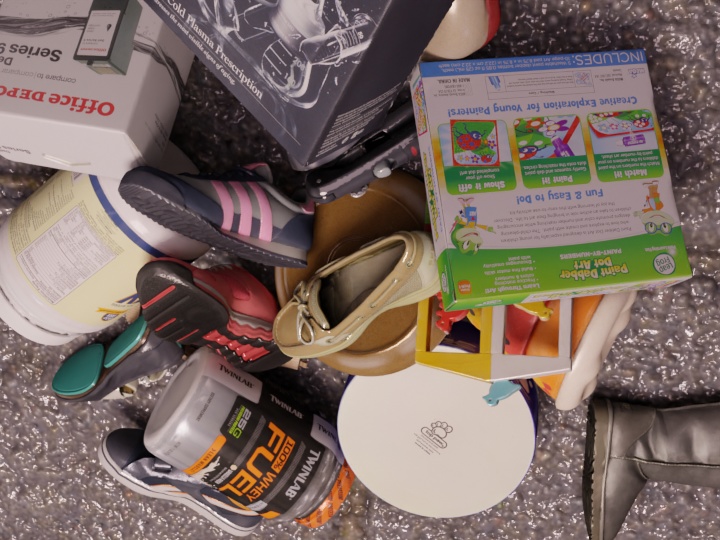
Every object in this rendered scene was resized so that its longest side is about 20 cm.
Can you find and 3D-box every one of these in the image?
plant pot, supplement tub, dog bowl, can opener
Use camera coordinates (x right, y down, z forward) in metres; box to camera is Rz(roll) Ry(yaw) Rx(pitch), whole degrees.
[{"bbox_3d":[0.000,0.000,0.829,0.199,0.027,0.201,0,89,25],"label":"plant pot"},{"bbox_3d":[-0.251,-0.030,0.848,0.200,0.145,0.145,-34,102,22],"label":"supplement tub"},{"bbox_3d":[0.079,0.145,0.891,0.199,0.079,0.201,4,113,9],"label":"dog bowl"},{"bbox_3d":[-0.108,0.175,0.906,0.200,0.123,0.123,34,115,-18],"label":"supplement tub"},{"bbox_3d":[0.035,-0.121,0.781,0.199,0.079,0.064,-24,65,3],"label":"can opener"}]

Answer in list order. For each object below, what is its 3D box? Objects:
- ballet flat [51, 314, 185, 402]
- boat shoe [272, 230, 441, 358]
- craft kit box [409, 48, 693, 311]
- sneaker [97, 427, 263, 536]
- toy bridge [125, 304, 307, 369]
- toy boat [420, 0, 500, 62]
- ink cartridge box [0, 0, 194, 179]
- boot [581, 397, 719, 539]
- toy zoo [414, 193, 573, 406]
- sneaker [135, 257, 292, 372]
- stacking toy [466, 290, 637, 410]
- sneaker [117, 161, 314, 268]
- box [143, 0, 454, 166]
[{"bbox_3d":[-0.254,0.105,0.940,0.200,0.073,0.073,-28,105,37],"label":"ballet flat"},{"bbox_3d":[-0.013,0.020,0.769,0.200,0.063,0.074,-25,64,35],"label":"boat shoe"},{"bbox_3d":[0.152,-0.076,0.717,0.199,0.049,0.199,-5,76,-9],"label":"craft kit box"},{"bbox_3d":[-0.185,0.214,0.974,0.199,0.079,0.080,29,120,-14],"label":"sneaker"},{"bbox_3d":[-0.152,0.074,0.936,0.199,0.027,0.068,16,117,5],"label":"toy bridge"},{"bbox_3d":[0.065,-0.272,0.702,0.130,0.131,0.201,22,138,38],"label":"toy boat"},{"bbox_3d":[-0.224,-0.190,0.749,0.145,0.084,0.201,9,70,7],"label":"ink cartridge box"},{"bbox_3d":[0.327,0.204,0.880,0.199,0.073,0.183,1,114,4],"label":"boot"},{"bbox_3d":[0.115,0.014,0.750,0.130,0.020,0.201,2,77,16],"label":"toy zoo"},{"bbox_3d":[-0.139,0.027,0.833,0.073,0.087,0.200,-25,144,20],"label":"sneaker"},{"bbox_3d":[0.144,0.025,0.823,0.199,0.146,0.147,27,116,20],"label":"stacking toy"},{"bbox_3d":[-0.119,-0.065,0.770,0.070,0.200,0.083,2,75,41],"label":"sneaker"},{"bbox_3d":[-0.044,-0.217,0.644,0.200,0.104,0.182,46,136,11],"label":"box"}]
